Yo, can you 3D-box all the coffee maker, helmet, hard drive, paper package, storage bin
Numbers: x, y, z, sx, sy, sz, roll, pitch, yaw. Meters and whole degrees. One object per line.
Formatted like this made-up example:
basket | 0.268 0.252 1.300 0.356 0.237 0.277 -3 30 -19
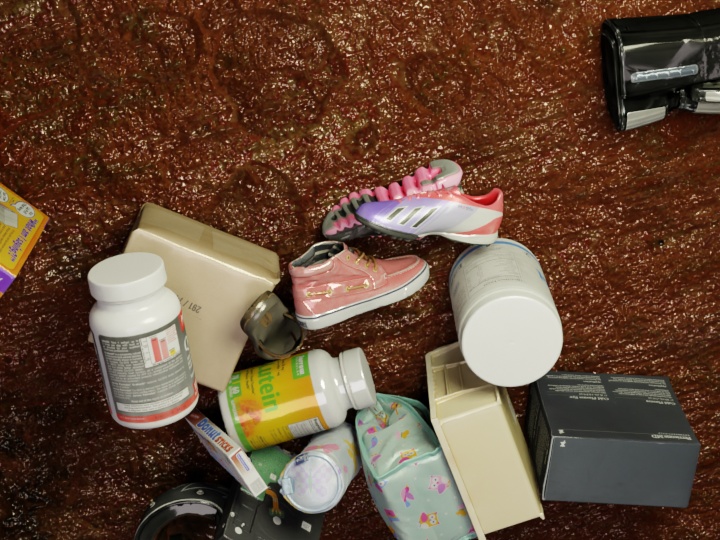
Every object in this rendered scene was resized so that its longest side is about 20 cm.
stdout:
coffee maker | 0.401 -0.277 1.590 0.200 0.135 0.192 -6 90 0
helmet | -0.219 0.397 1.823 0.200 0.191 0.200 -19 143 -15
hard drive | -0.119 0.333 1.791 0.140 0.200 0.038 32 127 -15
paper package | -0.233 0.036 1.714 0.200 0.103 0.191 22 111 -11
storage bin | 0.166 0.220 1.747 0.094 0.199 0.200 -19 112 8

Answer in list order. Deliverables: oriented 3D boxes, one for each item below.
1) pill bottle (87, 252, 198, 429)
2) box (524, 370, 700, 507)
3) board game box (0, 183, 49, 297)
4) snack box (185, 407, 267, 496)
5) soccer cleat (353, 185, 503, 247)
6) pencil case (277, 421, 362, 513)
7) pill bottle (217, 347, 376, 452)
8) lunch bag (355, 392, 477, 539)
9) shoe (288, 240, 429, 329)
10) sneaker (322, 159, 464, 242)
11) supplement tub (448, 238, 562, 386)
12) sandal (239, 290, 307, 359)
pill bottle | -0.275 0.087 1.617 0.116 0.116 0.200 -7 115 2
box | 0.337 0.227 1.763 0.200 0.182 0.104 3 113 -2
board game box | -0.549 -0.018 1.631 0.200 0.200 0.200 36 108 -15
snack box | -0.186 0.246 1.757 0.024 0.200 0.072 -37 112 -14
soccer cleat | 0.088 -0.077 1.624 0.200 0.068 0.073 5 113 -22
pencil case | -0.048 0.267 1.761 0.091 0.200 0.083 -25 92 13
pill bottle | -0.085 0.172 1.769 0.200 0.111 0.111 -17 113 6
lunch bag | 0.066 0.276 1.775 0.122 0.200 0.170 -25 115 -5
shoe | 0.000 0.000 1.686 0.200 0.071 0.091 -22 117 -23
sneaker | 0.050 -0.068 1.696 0.200 0.079 0.095 -20 124 9
supplement tub | 0.185 0.050 1.673 0.132 0.200 0.132 0 114 -1
sandal | -0.102 0.080 1.692 0.055 0.200 0.082 34 79 17
